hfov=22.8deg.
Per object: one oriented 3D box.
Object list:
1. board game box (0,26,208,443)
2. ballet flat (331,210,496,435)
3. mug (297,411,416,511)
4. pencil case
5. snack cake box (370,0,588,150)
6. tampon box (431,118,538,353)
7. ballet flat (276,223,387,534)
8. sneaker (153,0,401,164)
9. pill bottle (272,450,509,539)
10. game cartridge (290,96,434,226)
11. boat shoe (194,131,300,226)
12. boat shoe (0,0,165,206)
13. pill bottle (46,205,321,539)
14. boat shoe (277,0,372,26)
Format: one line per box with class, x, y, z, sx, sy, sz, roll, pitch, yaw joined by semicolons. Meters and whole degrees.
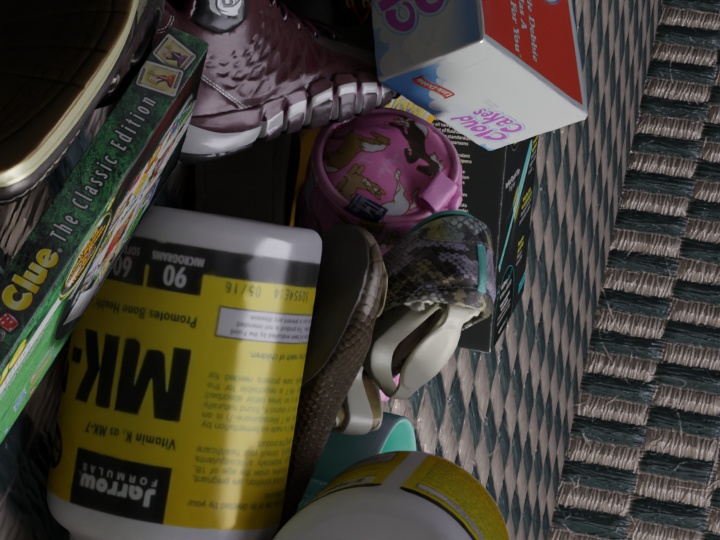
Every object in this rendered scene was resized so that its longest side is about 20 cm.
board game box;-0.122;0.003;0.719;0.200;0.023;0.105;-61;-178;-30
ballet flat;0.000;0.047;0.943;0.200;0.072;0.072;-42;-166;38
mug;-0.040;0.143;1.092;0.152;0.114;0.185;-67;160;-44
pencil case;0.000;0.000;1.013;0.200;0.083;0.087;106;-18;-51
snack cake box;0.059;-0.181;0.988;0.115;0.067;0.200;28;51;-52
tampon box;0.058;-0.064;1.332;0.150;0.126;0.200;-48;144;-67
ballet flat;-0.030;0.068;0.911;0.046;0.067;0.200;11;110;-34
sneaker;-0.042;-0.132;0.915;0.200;0.076;0.116;-27;119;-48
pill bottle;0.018;0.152;0.899;0.200;0.112;0.113;-12;111;-81
game cartridge;0.015;-0.101;1.147;0.200;0.032;0.176;-52;169;8
boat shoe;-0.066;-0.004;0.984;0.063;0.073;0.200;57;39;-66
boat shoe;-0.113;-0.096;0.726;0.065;0.073;0.200;75;27;-48
pill bottle;-0.087;0.071;0.853;0.114;0.114;0.200;3;96;-76
boat shoe;-0.017;-0.159;1.108;0.201;0.063;0.074;-29;128;-71
